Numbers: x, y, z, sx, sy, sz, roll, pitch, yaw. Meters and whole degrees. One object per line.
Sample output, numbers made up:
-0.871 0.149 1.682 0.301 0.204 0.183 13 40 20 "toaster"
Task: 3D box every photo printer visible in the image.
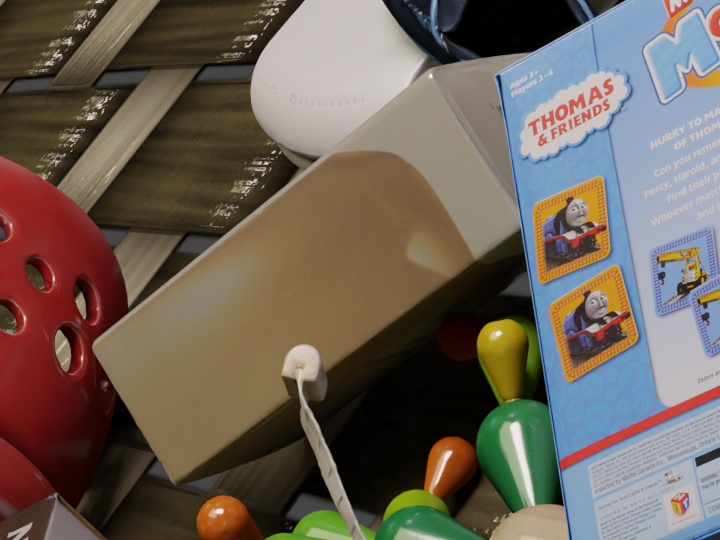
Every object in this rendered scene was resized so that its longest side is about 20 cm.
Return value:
0.041 -0.124 1.149 0.200 0.069 0.166 -50 28 -12 "photo printer"

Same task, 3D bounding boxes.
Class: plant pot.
-0.213 0.070 1.088 0.200 0.200 0.183 -27 38 29 "plant pot"

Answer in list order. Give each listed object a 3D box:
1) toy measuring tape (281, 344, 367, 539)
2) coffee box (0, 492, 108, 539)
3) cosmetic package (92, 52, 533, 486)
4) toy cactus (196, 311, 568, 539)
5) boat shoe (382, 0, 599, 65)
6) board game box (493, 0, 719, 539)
0.040 0.104 0.758 0.073 0.073 0.201 -32 67 21 "toy measuring tape"
-0.153 0.201 0.938 0.114 0.080 0.201 -28 31 28 "coffee box"
0.000 0.000 0.952 0.200 0.071 0.105 -38 -11 32 "cosmetic package"
0.035 0.093 0.842 0.164 0.103 0.200 4 43 43 "toy cactus"
0.067 -0.115 1.018 0.084 0.069 0.200 -43 56 -7 "boat shoe"
0.123 -0.010 0.772 0.151 0.037 0.201 -28 55 32 "board game box"
